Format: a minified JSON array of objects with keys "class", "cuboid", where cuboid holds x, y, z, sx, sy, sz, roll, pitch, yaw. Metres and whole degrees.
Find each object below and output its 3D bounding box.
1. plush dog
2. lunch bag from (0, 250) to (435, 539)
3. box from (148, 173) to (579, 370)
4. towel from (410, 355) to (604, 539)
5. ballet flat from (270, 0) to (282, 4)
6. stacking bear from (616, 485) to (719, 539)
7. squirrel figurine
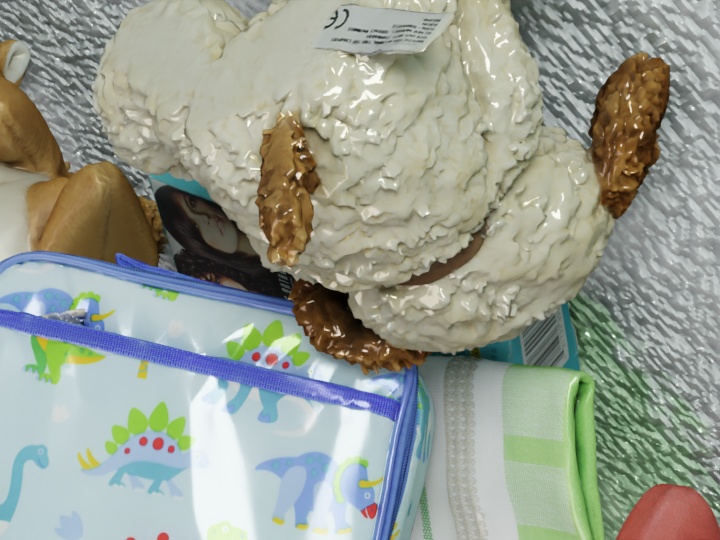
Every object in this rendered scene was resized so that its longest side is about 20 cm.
[{"class":"plush dog","cuboid":[0.021,-0.035,0.739,0.200,0.161,0.172,-32,133,25]},{"class":"lunch bag","cuboid":[-0.076,0.080,0.847,0.200,0.161,0.082,14,169,11]},{"class":"box","cuboid":[0.000,0.000,0.931,0.200,0.049,0.082,20,141,33]},{"class":"towel","cuboid":[0.025,0.110,0.895,0.200,0.031,0.149,0,98,48]},{"class":"ballet flat","cuboid":[-0.011,-0.126,0.796,0.069,0.069,0.200,13,139,40]},{"class":"stacking bear","cuboid":[0.202,0.161,0.830,0.200,0.114,0.121,-6,124,46]},{"class":"squirrel figurine","cuboid":[-0.176,-0.026,0.993,0.187,0.142,0.200,57,180,38]}]
